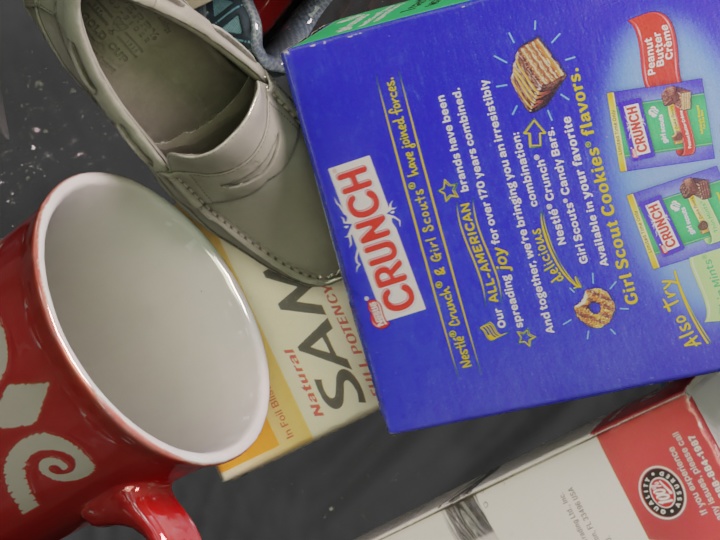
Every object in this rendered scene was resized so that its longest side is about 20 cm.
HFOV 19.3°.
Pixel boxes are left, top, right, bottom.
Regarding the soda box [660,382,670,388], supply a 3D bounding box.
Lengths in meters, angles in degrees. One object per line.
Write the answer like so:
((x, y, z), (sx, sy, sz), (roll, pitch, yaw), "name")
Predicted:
((0.172, 0.019, 0.993), (0.064, 0.068, 0.201), (-8, 87, -2), "soda box")

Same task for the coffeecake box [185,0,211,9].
((-0.068, -0.227, 0.933), (0.153, 0.073, 0.200), (-24, 59, 13), "coffeecake box")

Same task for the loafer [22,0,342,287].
((-0.062, -0.058, 0.878), (0.070, 0.070, 0.200), (-45, 120, 4), "loafer")

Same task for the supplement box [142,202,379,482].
((0.000, 0.000, 0.982), (0.200, 0.074, 0.126), (-26, 87, -4), "supplement box")

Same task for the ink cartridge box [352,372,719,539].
((0.099, 0.150, 0.936), (0.200, 0.083, 0.147), (-28, 88, 23), "ink cartridge box")

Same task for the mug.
((-0.155, 0.079, 0.894), (0.200, 0.178, 0.133), (-31, 133, 28), "mug")

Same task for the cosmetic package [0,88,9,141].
((-0.232, -0.149, 0.975), (0.106, 0.090, 0.201), (-9, 90, -4), "cosmetic package")

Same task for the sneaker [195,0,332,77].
((-0.015, -0.173, 0.974), (0.079, 0.095, 0.200), (24, 91, -39), "sneaker")

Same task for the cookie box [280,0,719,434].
((0.088, -0.040, 0.868), (0.199, 0.075, 0.172), (-12, 100, 19), "cookie box")
